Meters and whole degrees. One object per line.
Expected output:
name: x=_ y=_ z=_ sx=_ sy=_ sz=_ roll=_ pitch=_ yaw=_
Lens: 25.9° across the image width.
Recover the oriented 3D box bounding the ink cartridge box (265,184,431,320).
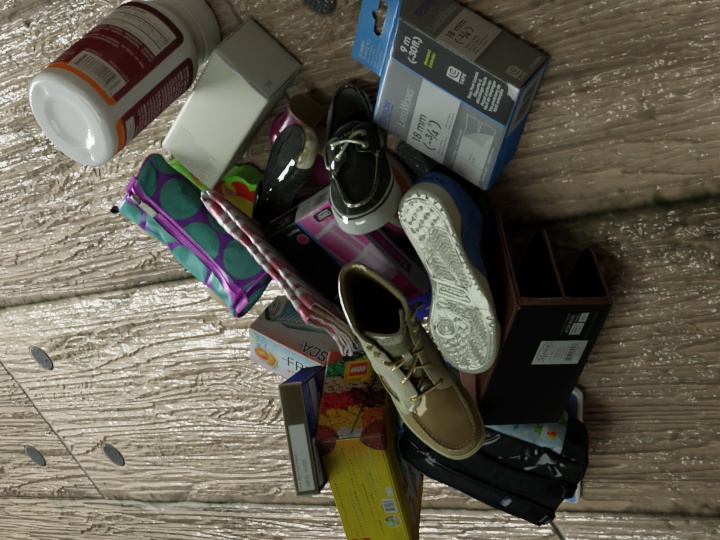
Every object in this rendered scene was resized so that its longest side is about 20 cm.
ink cartridge box: x=0.000 y=0.000 z=1.664 sx=0.094 sy=0.037 sz=0.200 roll=-29 pitch=122 yaw=32

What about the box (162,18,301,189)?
box: x=-0.142 y=-0.178 z=1.699 sx=0.082 sy=0.068 sz=0.200 roll=42 pitch=145 yaw=-2

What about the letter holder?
letter holder: x=0.168 y=0.043 z=1.611 sx=0.099 sy=0.143 sz=0.201 roll=-1 pitch=140 yaw=-14

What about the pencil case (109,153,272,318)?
pencil case: x=-0.186 y=-0.039 z=1.788 sx=0.200 sy=0.092 sz=0.085 roll=41 pitch=113 yaw=4

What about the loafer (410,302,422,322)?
loafer: x=-0.017 y=0.014 z=1.762 sx=0.199 sy=0.068 sz=0.076 roll=35 pitch=124 yaw=-3

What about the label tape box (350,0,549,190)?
label tape box: x=0.066 y=-0.187 z=1.489 sx=0.199 sy=0.063 sz=0.145 roll=33 pitch=144 yaw=13

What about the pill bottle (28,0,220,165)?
pill bottle: x=-0.243 y=-0.211 z=1.645 sx=0.113 sy=0.200 sz=0.115 roll=26 pitch=142 yaw=22

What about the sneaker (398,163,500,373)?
sneaker: x=0.102 y=-0.008 z=1.545 sx=0.076 sy=0.111 sz=0.202 roll=-13 pitch=109 yaw=28

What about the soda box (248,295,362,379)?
soda box: x=-0.038 y=0.110 z=1.903 sx=0.198 sy=0.068 sz=0.064 roll=26 pitch=141 yaw=22

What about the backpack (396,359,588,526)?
backpack: x=0.136 y=0.182 z=1.731 sx=0.197 sy=0.155 sz=0.164 roll=10 pitch=144 yaw=-9

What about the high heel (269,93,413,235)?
high heel: x=-0.016 y=-0.097 z=1.667 sx=0.199 sy=0.068 sz=0.096 roll=38 pitch=152 yaw=1

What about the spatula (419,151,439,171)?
spatula: x=0.096 y=-0.066 z=1.624 sx=0.056 sy=0.021 sz=0.202 roll=-8 pitch=120 yaw=33

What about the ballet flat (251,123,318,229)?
ballet flat: x=-0.071 y=-0.099 z=1.642 sx=0.056 sy=0.067 sz=0.200 roll=8 pitch=158 yaw=-12

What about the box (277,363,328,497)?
box: x=-0.054 y=0.175 z=1.759 sx=0.032 sy=0.200 sz=0.123 roll=-9 pitch=92 yaw=8

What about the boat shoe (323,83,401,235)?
boat shoe: x=-0.007 y=-0.112 z=1.539 sx=0.070 sy=0.201 sz=0.064 roll=-21 pitch=126 yaw=10

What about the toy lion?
toy lion: x=-0.156 y=-0.061 z=1.852 sx=0.200 sy=0.069 sz=0.192 roll=42 pitch=138 yaw=1

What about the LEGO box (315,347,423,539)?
LEGO box: x=0.014 y=0.211 z=1.783 sx=0.076 sy=0.150 sz=0.202 roll=-7 pitch=125 yaw=11

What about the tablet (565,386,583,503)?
tablet: x=0.197 y=0.181 z=1.798 sx=0.129 sy=0.014 sz=0.201 roll=22 pitch=141 yaw=26

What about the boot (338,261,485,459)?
boot: x=0.048 y=0.091 z=1.562 sx=0.201 sy=0.072 sz=0.155 roll=55 pitch=177 yaw=21

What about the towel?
towel: x=-0.086 y=0.002 z=1.660 sx=0.200 sy=0.030 sz=0.146 roll=47 pitch=-177 yaw=27
